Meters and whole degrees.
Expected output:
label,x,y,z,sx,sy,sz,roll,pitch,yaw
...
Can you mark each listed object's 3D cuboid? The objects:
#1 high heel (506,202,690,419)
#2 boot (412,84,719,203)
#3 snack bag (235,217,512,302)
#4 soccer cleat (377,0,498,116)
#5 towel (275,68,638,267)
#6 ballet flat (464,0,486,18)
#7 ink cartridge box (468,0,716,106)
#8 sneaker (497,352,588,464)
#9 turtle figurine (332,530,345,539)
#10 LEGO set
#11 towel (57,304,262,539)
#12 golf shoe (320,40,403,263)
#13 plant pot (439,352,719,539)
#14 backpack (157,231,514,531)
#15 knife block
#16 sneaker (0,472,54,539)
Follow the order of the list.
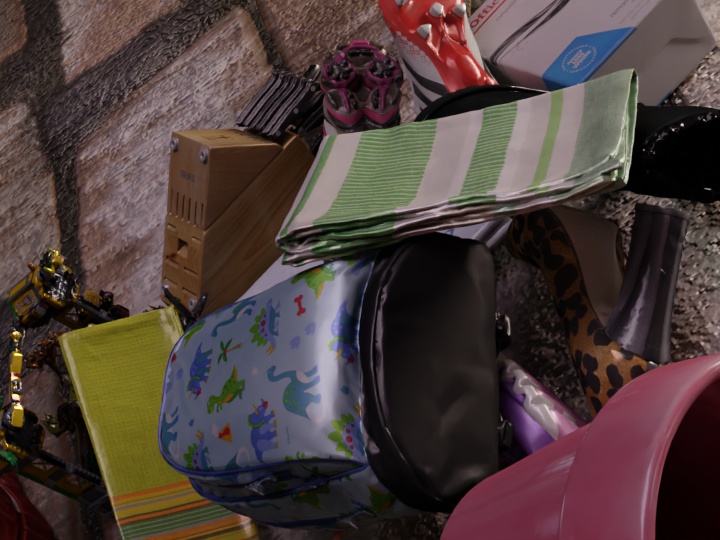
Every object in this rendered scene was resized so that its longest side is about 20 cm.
label,x,y,z,sx,sy,sz,roll,pitch,yaw
high heel,0.129,0.032,1.023,0.200,0.071,0.143,-178,100,-68
boot,0.148,-0.074,1.022,0.198,0.073,0.162,-4,12,-24
snack bag,0.000,0.000,1.182,0.189,0.021,0.200,-45,29,-8
soccer cleat,0.058,-0.146,1.180,0.069,0.085,0.200,-21,72,-28
towel,0.058,-0.064,0.946,0.200,0.023,0.153,-13,25,18
ballet flat,0.135,-0.275,1.348,0.075,0.068,0.200,35,82,31
ink cartridge box,0.146,-0.172,1.208,0.116,0.068,0.200,-46,36,-11
sneaker,0.066,0.090,0.994,0.088,0.080,0.200,-50,32,-5
turtle figurine,-0.026,0.230,0.924,0.161,0.064,0.200,-42,23,3
LEGO set,-0.177,0.069,1.152,0.116,0.154,0.200,-35,28,36
towel,-0.130,0.115,1.076,0.086,0.018,0.200,-13,61,-20
golf shoe,0.004,-0.066,1.189,0.073,0.092,0.200,2,56,2
plant pot,0.139,0.148,0.778,0.179,0.200,0.200,-19,37,51
backpack,-0.023,0.075,0.957,0.200,0.154,0.163,-31,52,56
knife block,-0.062,-0.059,1.289,0.175,0.200,0.064,-4,17,-33
sneaker,-0.294,0.203,1.197,0.116,0.078,0.200,-49,24,0
